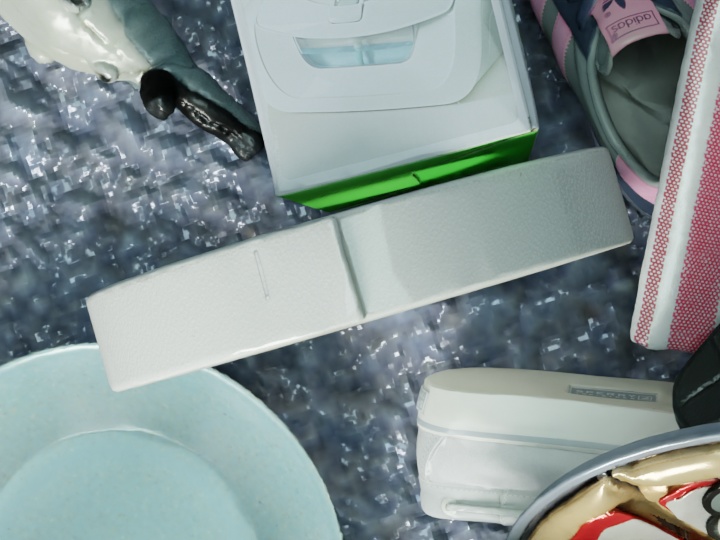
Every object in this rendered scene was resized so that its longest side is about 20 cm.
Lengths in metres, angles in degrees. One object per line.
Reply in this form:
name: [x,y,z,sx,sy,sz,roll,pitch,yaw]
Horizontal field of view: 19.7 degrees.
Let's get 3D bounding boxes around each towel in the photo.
towel: [0.200,-0.029,0.806,0.199,0.030,0.147,9,95,-23]

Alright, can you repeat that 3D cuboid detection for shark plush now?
shark plush: [-0.106,-0.131,0.852,0.200,0.091,0.083,43,62,7]

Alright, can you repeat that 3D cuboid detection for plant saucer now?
plant saucer: [-0.103,0.129,0.862,0.200,0.039,0.202,0,91,4]

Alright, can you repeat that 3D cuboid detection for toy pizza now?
toy pizza: [0.152,0.116,0.776,0.199,0.201,0.032,-1,56,4]

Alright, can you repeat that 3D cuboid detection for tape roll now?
tape roll: [0.000,0.000,0.763,0.202,0.203,0.037,-16,90,4]

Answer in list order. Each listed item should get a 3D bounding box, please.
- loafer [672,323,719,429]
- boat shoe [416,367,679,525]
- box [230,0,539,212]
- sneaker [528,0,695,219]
loafer: [0.209,0.024,0.767,0.199,0.072,0.073,-26,52,-3]
boat shoe: [0.119,0.085,0.832,0.199,0.072,0.069,6,101,6]
box: [0.003,-0.120,0.775,0.096,0.200,0.178,-15,90,4]
sneaker: [0.101,-0.114,0.827,0.070,0.082,0.201,-28,88,5]
